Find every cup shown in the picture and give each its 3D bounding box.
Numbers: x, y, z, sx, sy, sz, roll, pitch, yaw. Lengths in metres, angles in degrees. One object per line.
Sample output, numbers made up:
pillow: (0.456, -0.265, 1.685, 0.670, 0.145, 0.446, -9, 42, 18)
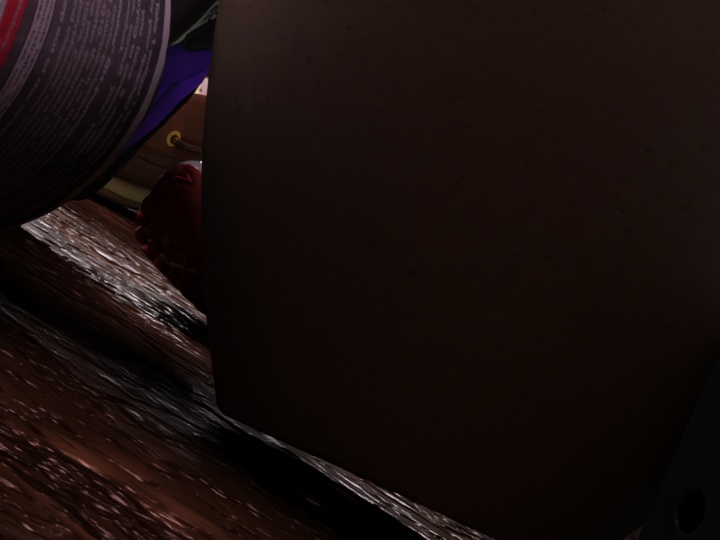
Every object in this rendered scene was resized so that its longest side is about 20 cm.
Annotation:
cup: (0.038, -0.008, 0.715, 0.199, 0.144, 0.200, 24, -3, 2)

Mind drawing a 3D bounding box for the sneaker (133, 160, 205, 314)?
sneaker: (0.000, 0.000, 0.946, 0.078, 0.082, 0.200, 34, 4, 40)

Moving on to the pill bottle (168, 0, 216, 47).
pill bottle: (-0.058, -0.141, 0.811, 0.111, 0.112, 0.200, 32, 34, 3)

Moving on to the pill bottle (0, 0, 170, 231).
pill bottle: (-0.104, -0.064, 0.624, 0.110, 0.111, 0.200, 32, 3, 10)

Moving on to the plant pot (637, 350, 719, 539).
plant pot: (0.168, 0.093, 0.655, 0.199, 0.142, 0.141, 19, 8, -28)

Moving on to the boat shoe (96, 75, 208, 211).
boat shoe: (-0.092, -0.062, 1.173, 0.200, 0.068, 0.072, 30, 3, -37)

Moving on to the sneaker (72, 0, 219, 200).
sneaker: (-0.103, -0.053, 0.856, 0.070, 0.100, 0.200, 41, 36, 15)

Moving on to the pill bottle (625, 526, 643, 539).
pill bottle: (0.158, 0.079, 0.972, 0.113, 0.113, 0.200, 31, 3, -16)
